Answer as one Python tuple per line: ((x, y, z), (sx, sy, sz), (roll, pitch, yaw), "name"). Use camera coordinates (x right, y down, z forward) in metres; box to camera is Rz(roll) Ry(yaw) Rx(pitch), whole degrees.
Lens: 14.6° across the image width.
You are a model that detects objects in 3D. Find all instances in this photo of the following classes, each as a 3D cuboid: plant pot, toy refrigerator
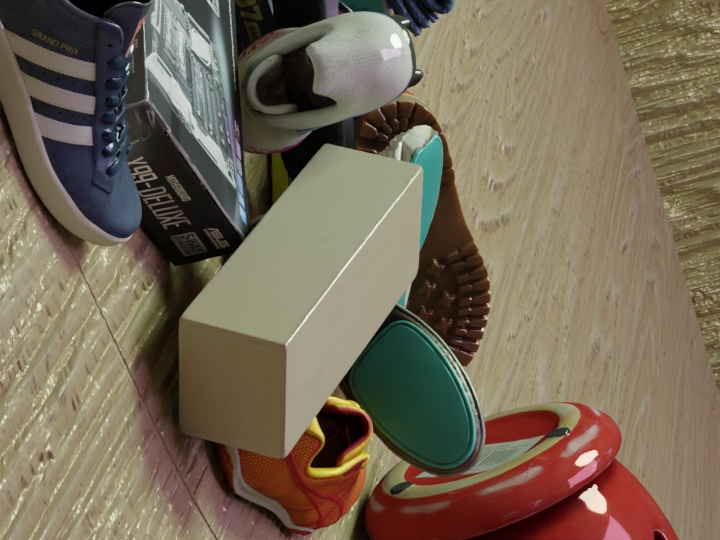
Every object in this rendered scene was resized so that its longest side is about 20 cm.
((0.113, 0.194, 1.830), (0.200, 0.200, 0.183), (-57, 128, -72), "plant pot")
((-0.033, 0.013, 1.548), (0.200, 0.070, 0.076), (-54, 152, -52), "toy refrigerator")

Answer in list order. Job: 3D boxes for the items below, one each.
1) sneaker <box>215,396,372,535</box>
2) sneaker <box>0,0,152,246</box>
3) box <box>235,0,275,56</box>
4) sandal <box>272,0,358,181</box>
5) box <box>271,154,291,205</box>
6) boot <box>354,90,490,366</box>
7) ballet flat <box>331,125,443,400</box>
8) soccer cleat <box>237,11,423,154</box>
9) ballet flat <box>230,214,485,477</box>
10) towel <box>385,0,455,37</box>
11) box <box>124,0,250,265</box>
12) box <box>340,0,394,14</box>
((-0.022, 0.109, 1.621), (0.200, 0.077, 0.073), (28, 48, -75), "sneaker")
((-0.131, -0.101, 1.365), (0.075, 0.084, 0.200), (-85, 157, -54), "sneaker")
((-0.076, -0.212, 1.788), (0.158, 0.051, 0.201), (-77, 150, -62), "box")
((-0.020, -0.137, 1.711), (0.045, 0.075, 0.201), (-15, 110, -36), "sandal")
((-0.020, -0.035, 1.845), (0.117, 0.048, 0.201), (61, 22, -47), "box")
((0.032, -0.030, 1.812), (0.107, 0.075, 0.201), (-121, -160, -67), "boot")
((0.000, 0.000, 1.729), (0.072, 0.071, 0.201), (-73, 173, -66), "ballet flat")
((-0.047, -0.110, 1.642), (0.086, 0.200, 0.070), (-15, 88, -34), "soccer cleat")
((0.004, 0.043, 1.669), (0.200, 0.067, 0.064), (45, 1, 13), "ballet flat")
((0.029, -0.238, 1.822), (0.200, 0.048, 0.112), (-82, 156, -63), "towel")
((-0.114, -0.128, 1.541), (0.158, 0.050, 0.201), (58, 23, -55), "box")
((-0.025, -0.245, 1.812), (0.082, 0.049, 0.201), (-73, 147, -72), "box")
